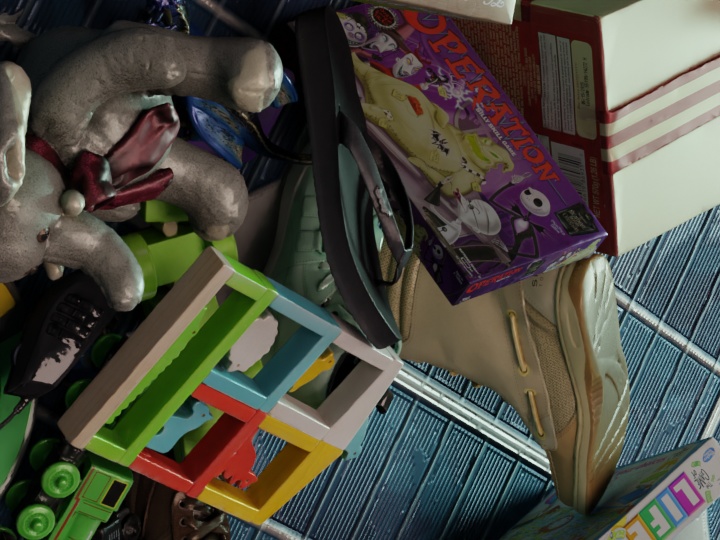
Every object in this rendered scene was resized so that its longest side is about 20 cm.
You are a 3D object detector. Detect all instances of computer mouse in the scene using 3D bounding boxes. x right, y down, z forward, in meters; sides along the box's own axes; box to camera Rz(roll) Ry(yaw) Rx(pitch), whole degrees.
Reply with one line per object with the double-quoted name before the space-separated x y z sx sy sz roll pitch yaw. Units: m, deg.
"computer mouse" -0.196 0.070 1.293 0.034 0.059 0.200 44 66 -17

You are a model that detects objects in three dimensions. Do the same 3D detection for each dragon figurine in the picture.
"dragon figurine" -0.077 -0.099 1.348 0.059 0.099 0.200 -50 120 -6

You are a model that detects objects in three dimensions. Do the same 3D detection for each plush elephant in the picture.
"plush elephant" -0.152 -0.048 1.241 0.199 0.165 0.155 22 57 -8

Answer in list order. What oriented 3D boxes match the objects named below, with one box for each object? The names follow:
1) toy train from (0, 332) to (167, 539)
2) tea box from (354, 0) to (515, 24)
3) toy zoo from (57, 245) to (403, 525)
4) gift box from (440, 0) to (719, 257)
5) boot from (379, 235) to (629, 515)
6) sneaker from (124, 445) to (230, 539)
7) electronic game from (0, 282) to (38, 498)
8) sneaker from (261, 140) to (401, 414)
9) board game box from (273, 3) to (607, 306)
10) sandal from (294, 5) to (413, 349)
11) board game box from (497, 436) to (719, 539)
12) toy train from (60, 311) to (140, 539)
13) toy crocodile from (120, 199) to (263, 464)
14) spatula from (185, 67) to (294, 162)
"toy train" -0.163 0.124 1.354 0.056 0.042 0.200 24 103 -30
"tea box" -0.037 -0.220 1.296 0.200 0.196 0.134 6 99 -45
"toy zoo" -0.060 0.073 1.346 0.131 0.020 0.200 -48 139 9
"gift box" 0.172 -0.116 1.533 0.186 0.200 0.185 -26 125 -37
"boot" 0.087 0.063 1.539 0.073 0.155 0.200 -58 148 -42
"sneaker" -0.095 0.179 1.450 0.070 0.075 0.201 -11 110 -41
"electronic game" -0.256 0.072 1.288 0.200 0.042 0.201 -15 113 -41
"sneaker" 0.000 0.000 1.454 0.074 0.118 0.201 27 84 -45
"board game box" 0.047 -0.078 1.441 0.120 0.200 0.032 -17 154 -43
"sandal" 0.000 -0.056 1.357 0.076 0.043 0.201 32 47 -73
"board game box" 0.148 0.179 1.602 0.134 0.200 0.034 -38 94 -29
"toy train" -0.155 0.101 1.392 0.046 0.034 0.201 -32 124 -54
"toy crocodile" -0.103 0.027 1.393 0.067 0.062 0.201 -17 109 -20
"spatula" -0.092 -0.030 1.425 0.056 0.021 0.201 16 93 -39
